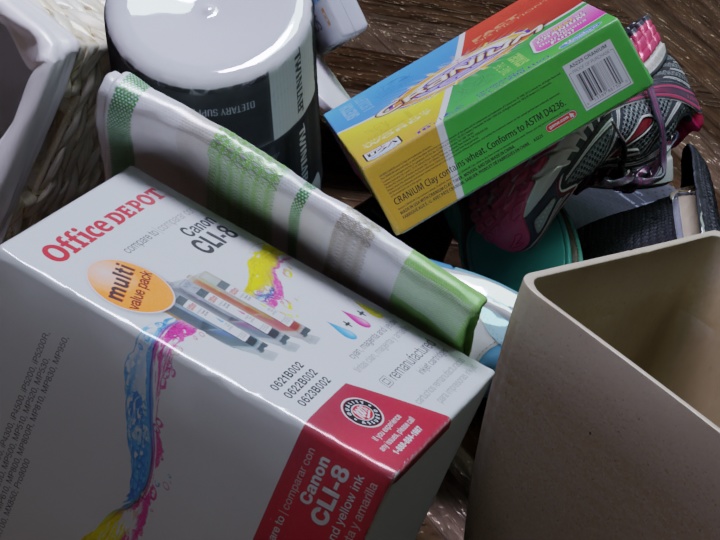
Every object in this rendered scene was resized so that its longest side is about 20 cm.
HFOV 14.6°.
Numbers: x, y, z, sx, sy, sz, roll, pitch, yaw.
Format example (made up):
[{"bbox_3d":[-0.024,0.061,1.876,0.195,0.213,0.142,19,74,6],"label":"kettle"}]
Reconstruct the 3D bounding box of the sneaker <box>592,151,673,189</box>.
[{"bbox_3d":[0.106,-0.099,1.727,0.199,0.085,0.073,5,13,36],"label":"sneaker"}]

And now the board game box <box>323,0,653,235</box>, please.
[{"bbox_3d":[0.063,-0.090,1.501,0.040,0.153,0.200,60,-1,-13],"label":"board game box"}]

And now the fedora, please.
[{"bbox_3d":[0.164,0.024,1.609,0.091,0.202,0.201,-7,24,6],"label":"fedora"}]

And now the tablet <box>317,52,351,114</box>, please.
[{"bbox_3d":[-0.043,-0.144,1.777,0.200,0.014,0.130,55,6,33],"label":"tablet"}]

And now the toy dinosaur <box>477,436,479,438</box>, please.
[{"bbox_3d":[0.095,0.064,1.533,0.199,0.058,0.101,33,23,17],"label":"toy dinosaur"}]

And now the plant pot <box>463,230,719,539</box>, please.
[{"bbox_3d":[0.163,0.119,1.330,0.200,0.178,0.199,37,26,25],"label":"plant pot"}]

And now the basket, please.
[{"bbox_3d":[-0.216,-0.113,1.506,0.200,0.136,0.123,37,22,26],"label":"basket"}]

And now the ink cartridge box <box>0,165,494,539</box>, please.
[{"bbox_3d":[-0.073,0.074,1.233,0.199,0.145,0.145,28,24,10],"label":"ink cartridge box"}]

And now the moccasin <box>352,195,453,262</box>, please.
[{"bbox_3d":[-0.001,-0.001,1.563,0.074,0.078,0.201,47,17,-9],"label":"moccasin"}]

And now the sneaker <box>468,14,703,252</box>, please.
[{"bbox_3d":[0.131,-0.068,1.545,0.075,0.081,0.200,52,46,-7],"label":"sneaker"}]

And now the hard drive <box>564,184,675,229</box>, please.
[{"bbox_3d":[0.151,-0.022,1.788,0.135,0.042,0.200,38,28,28],"label":"hard drive"}]

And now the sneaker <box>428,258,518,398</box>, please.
[{"bbox_3d":[0.010,0.057,1.408,0.199,0.080,0.131,23,60,2],"label":"sneaker"}]

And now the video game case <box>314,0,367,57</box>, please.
[{"bbox_3d":[-0.060,-0.234,1.816,0.201,0.022,0.182,65,-8,-3],"label":"video game case"}]

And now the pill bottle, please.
[{"bbox_3d":[-0.072,-0.076,1.462,0.106,0.200,0.107,-1,56,1],"label":"pill bottle"}]

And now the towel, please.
[{"bbox_3d":[-0.037,-0.008,1.306,0.199,0.031,0.149,32,-17,9],"label":"towel"}]

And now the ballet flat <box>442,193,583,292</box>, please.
[{"bbox_3d":[0.084,-0.022,1.588,0.071,0.067,0.201,64,4,-50],"label":"ballet flat"}]
